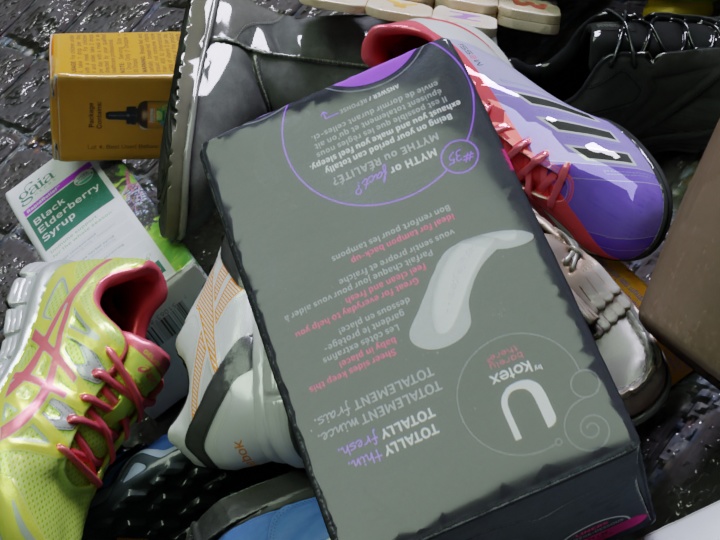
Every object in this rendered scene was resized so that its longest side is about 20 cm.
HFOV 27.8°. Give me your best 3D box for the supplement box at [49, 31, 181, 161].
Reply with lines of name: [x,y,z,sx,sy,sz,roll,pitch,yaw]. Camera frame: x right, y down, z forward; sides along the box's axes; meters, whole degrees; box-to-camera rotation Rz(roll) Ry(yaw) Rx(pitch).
supplement box: [-0.102,-0.116,0.950,0.198,0.067,0.069,-3,39,-14]

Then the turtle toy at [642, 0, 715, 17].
turtle toy: [0.206,-0.212,0.852,0.199,0.101,0.147,32,88,5]

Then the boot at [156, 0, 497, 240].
boot: [-0.017,-0.089,0.881,0.073,0.198,0.184,134,146,-67]

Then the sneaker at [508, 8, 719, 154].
sneaker: [0.167,-0.108,0.811,0.198,0.091,0.076,-22,38,12]

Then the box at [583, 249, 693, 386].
box: [0.061,0.064,0.749,0.199,0.042,0.119,-35,40,-5]

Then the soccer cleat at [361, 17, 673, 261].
soccer cleat: [0.077,-0.070,0.758,0.200,0.073,0.069,46,120,36]

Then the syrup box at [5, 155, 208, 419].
syrup box: [-0.152,-0.004,0.930,0.078,0.082,0.200,-36,41,-5]

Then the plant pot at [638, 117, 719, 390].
plant pot: [0.213,-0.016,0.629,0.175,0.200,0.200,-52,40,3]

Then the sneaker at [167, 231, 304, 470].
sneaker: [-0.060,0.012,0.754,0.079,0.074,0.202,-14,49,19]

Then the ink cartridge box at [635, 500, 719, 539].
ink cartridge box: [0.146,0.171,0.546,0.198,0.084,0.147,-27,39,9]

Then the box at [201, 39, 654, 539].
box: [0.027,0.027,0.613,0.121,0.106,0.201,-23,61,3]

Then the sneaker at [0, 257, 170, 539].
sneaker: [-0.143,0.065,0.750,0.089,0.078,0.202,-13,49,15]

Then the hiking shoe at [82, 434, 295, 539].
hiking shoe: [-0.128,0.118,0.795,0.199,0.075,0.087,-29,40,5]

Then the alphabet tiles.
alphabet tiles: [0.029,-0.181,0.933,0.198,0.015,0.196,10,19,2]

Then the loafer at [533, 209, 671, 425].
loafer: [0.071,-0.001,0.714,0.072,0.063,0.200,-36,49,-9]

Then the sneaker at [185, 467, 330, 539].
sneaker: [-0.064,0.179,0.693,0.200,0.077,0.111,-48,30,0]
